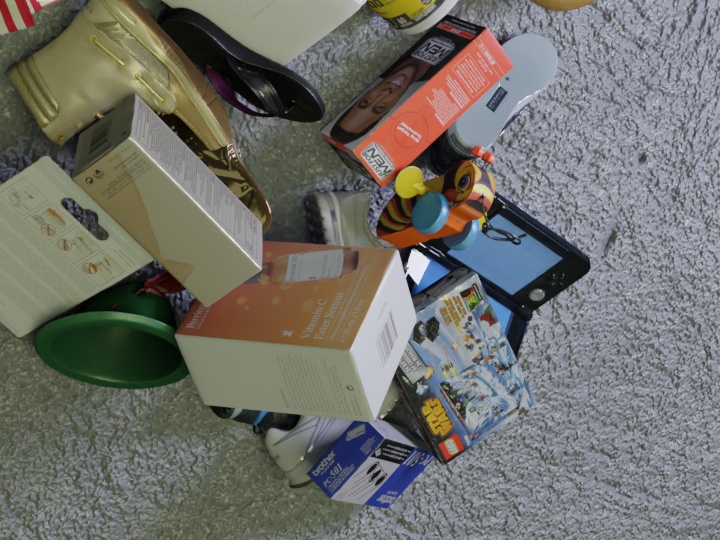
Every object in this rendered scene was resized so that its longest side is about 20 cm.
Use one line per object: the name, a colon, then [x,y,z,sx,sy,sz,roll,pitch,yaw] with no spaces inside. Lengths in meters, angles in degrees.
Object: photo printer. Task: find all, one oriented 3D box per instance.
photo printer: [-0.113,-0.302,1.592,0.200,0.070,0.166,33,137,-30]

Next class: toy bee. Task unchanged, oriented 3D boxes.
toy bee: [0.109,-0.078,1.722,0.131,0.199,0.109,39,63,-57]

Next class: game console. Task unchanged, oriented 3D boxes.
game console: [0.151,0.026,1.837,0.200,0.119,0.171,31,127,-30]

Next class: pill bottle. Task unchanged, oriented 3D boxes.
pill bottle: [0.013,-0.348,1.655,0.200,0.111,0.111,38,90,-29]

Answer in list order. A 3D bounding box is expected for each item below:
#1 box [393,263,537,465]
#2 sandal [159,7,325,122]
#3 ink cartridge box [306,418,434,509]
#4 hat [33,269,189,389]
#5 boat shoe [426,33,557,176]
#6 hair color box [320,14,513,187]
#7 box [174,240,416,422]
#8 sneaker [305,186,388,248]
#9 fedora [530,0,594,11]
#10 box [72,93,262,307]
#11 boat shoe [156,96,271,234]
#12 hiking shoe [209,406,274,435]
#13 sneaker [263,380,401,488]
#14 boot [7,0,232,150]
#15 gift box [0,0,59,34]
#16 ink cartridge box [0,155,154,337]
box: [0.107,0.110,1.819,0.137,0.040,0.200,-32,120,-10]
sandal: [-0.128,-0.198,1.645,0.200,0.075,0.048,30,59,-24]
ink cartridge box: [0.016,0.223,1.823,0.094,0.044,0.200,-48,158,4]
hat: [-0.245,0.018,1.706,0.200,0.165,0.177,24,53,-35]
boat shoe: [0.145,-0.190,1.799,0.071,0.091,0.200,44,58,-4]
hair color box: [0.061,-0.188,1.737,0.200,0.101,0.061,-44,118,-6]
box: [-0.064,0.059,1.635,0.152,0.199,0.107,-66,150,-41]
sneaker: [0.000,0.000,1.789,0.082,0.075,0.201,-18,114,-17]
fedora: [0.218,-0.391,1.751,0.200,0.082,0.201,-6,105,-24]
box: [-0.188,-0.068,1.572,0.078,0.095,0.200,-33,119,17]
boat shoe: [-0.164,-0.121,1.676,0.074,0.066,0.200,-26,96,-14]
hiking shoe: [-0.093,0.087,1.790,0.087,0.074,0.200,30,99,-46]
sneaker: [-0.027,0.162,1.835,0.200,0.075,0.087,-41,91,-21]
boot: [-0.241,-0.169,1.597,0.155,0.073,0.200,-38,110,9]
gift box: [-0.350,-0.327,1.452,0.200,0.187,0.185,-32,118,-11]
ink cartridge box: [-0.328,-0.033,1.587,0.200,0.050,0.162,-29,123,25]
